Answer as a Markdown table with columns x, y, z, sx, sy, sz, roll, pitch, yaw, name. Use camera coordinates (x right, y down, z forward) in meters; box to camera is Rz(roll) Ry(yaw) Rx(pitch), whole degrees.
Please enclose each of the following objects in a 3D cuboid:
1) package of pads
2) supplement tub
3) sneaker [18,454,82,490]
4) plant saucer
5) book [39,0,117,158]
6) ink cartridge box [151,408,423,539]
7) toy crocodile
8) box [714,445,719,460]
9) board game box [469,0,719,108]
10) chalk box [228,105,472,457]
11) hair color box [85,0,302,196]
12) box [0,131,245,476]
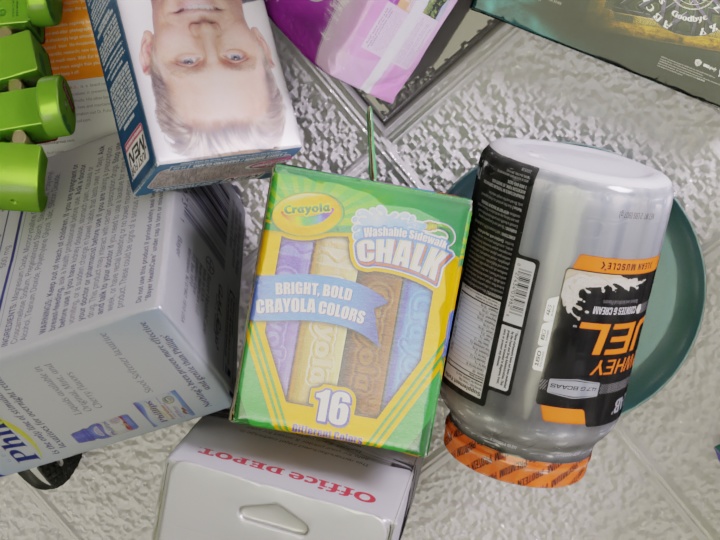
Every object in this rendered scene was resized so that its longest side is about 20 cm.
| x | y | z | sx | sy | sz | roll | pitch | yaw | name |
| --- | --- | --- | --- | --- | --- | --- | --- | --- | --- |
| 0.021 | -0.220 | 0.743 | 0.121 | 0.075 | 0.201 | 47 | 111 | 38 | package of pads |
| 0.117 | 0.026 | 0.753 | 0.122 | 0.123 | 0.201 | 12 | 106 | 8 | supplement tub |
| -0.283 | 0.080 | 0.907 | 0.080 | 0.074 | 0.201 | -29 | 92 | 30 | sneaker |
| 0.135 | 0.010 | 0.823 | 0.199 | 0.027 | 0.202 | 2 | 104 | 10 | plant saucer |
| -0.188 | -0.172 | 0.833 | 0.133 | 0.048 | 0.202 | -4 | 103 | 8 | book |
| -0.038 | 0.142 | 0.797 | 0.144 | 0.200 | 0.084 | 14 | 105 | 7 | ink cartridge box |
| -0.224 | -0.137 | 0.778 | 0.067 | 0.062 | 0.202 | -9 | 78 | 2 | toy crocodile |
| 0.302 | 0.214 | 0.784 | 0.048 | 0.117 | 0.201 | -24 | 98 | 4 | box |
| 0.186 | -0.196 | 0.762 | 0.199 | 0.028 | 0.136 | 23 | 106 | 5 | board game box |
| 0.000 | 0.000 | 0.754 | 0.123 | 0.124 | 0.202 | 11 | 93 | 1 | chalk box |
| -0.113 | -0.155 | 0.748 | 0.099 | 0.060 | 0.201 | -11 | 80 | -28 | hair color box |
| -0.188 | 0.017 | 0.797 | 0.199 | 0.185 | 0.105 | -17 | 134 | 15 | box |
